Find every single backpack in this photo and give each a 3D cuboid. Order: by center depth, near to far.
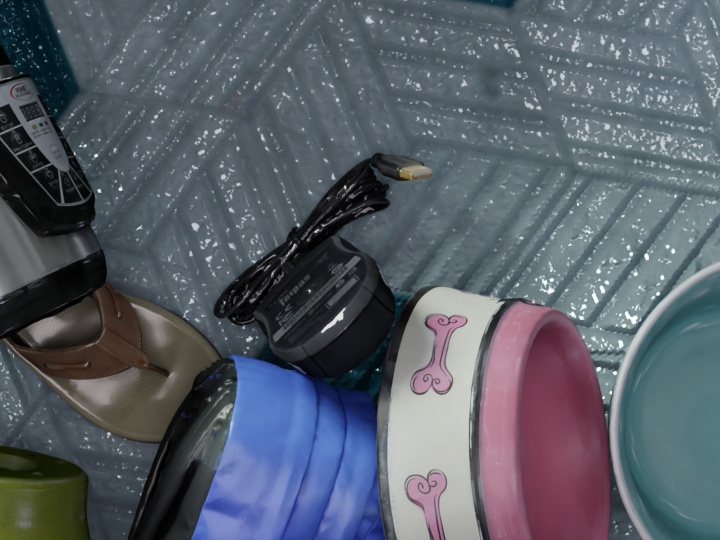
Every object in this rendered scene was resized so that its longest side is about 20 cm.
[{"bbox_3d":[-0.047,0.154,1.489,0.168,0.163,0.200,14,101,-13],"label":"backpack"}]

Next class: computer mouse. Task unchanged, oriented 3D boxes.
[{"bbox_3d":[0.000,0.000,1.484,0.140,0.200,0.046,-45,107,-6],"label":"computer mouse"}]

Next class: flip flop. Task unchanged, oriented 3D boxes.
[{"bbox_3d":[-0.164,0.028,1.539,0.200,0.058,0.081,40,90,-1],"label":"flip flop"}]

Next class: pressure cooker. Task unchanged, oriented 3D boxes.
[{"bbox_3d":[-0.249,-0.044,1.435,0.179,0.176,0.200,-27,92,-29],"label":"pressure cooker"}]

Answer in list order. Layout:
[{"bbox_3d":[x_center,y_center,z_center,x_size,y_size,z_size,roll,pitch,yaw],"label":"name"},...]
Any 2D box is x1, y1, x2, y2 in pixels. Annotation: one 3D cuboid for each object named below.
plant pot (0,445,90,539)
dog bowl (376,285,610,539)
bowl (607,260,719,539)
[{"bbox_3d":[-0.222,0.195,1.464,0.200,0.200,0.193,8,94,-1],"label":"plant pot"},{"bbox_3d":[0.079,0.105,1.469,0.074,0.200,0.200,-5,91,23],"label":"dog bowl"},{"bbox_3d":[0.220,0.088,1.515,0.201,0.105,0.201,0,89,-13],"label":"bowl"}]
